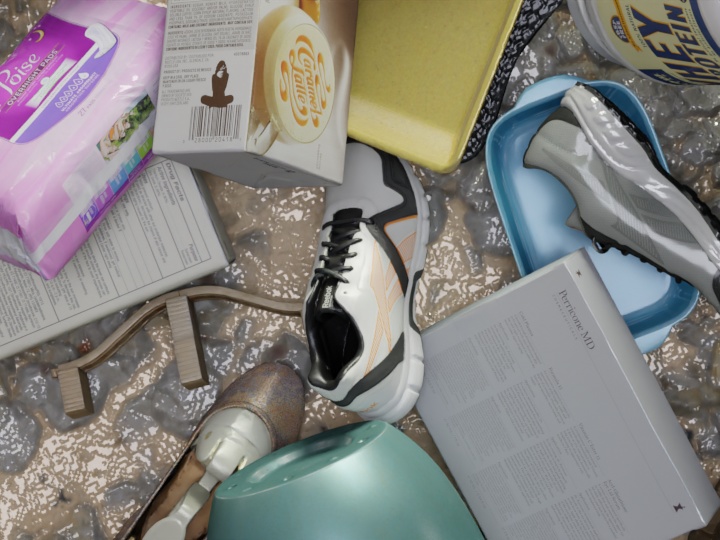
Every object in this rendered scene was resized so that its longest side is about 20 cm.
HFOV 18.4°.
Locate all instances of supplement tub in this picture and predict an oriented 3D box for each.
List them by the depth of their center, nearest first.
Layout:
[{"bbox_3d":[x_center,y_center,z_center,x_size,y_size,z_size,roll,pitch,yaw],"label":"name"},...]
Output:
[{"bbox_3d":[0.231,-0.192,1.419,0.144,0.200,0.146,-2,95,-23],"label":"supplement tub"}]

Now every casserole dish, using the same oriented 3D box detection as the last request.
[{"bbox_3d":[0.160,-0.037,1.538,0.120,0.039,0.201,-19,91,1],"label":"casserole dish"}]

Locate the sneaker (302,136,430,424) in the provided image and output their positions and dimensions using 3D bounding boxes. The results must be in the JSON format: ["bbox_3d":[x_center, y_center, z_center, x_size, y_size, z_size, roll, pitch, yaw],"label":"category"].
[{"bbox_3d":[0.000,0.000,1.497,0.073,0.080,0.202,-15,70,35],"label":"sneaker"}]

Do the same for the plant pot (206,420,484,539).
[{"bbox_3d":[-0.011,0.195,1.460,0.199,0.201,0.162,-22,96,1],"label":"plant pot"}]

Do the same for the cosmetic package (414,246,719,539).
[{"bbox_3d":[0.132,0.107,1.510,0.150,0.052,0.201,-27,92,29],"label":"cosmetic package"}]

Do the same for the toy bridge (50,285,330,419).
[{"bbox_3d":[-0.121,0.048,1.542,0.199,0.027,0.068,-14,76,6],"label":"toy bridge"}]

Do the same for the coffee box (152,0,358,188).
[{"bbox_3d":[-0.064,-0.163,1.453,0.079,0.114,0.202,0,80,32],"label":"coffee box"}]

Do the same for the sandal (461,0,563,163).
[{"bbox_3d":[0.090,-0.172,1.535,0.075,0.048,0.201,28,104,-2],"label":"sandal"}]

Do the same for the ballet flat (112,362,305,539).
[{"bbox_3d":[-0.106,0.151,1.532,0.068,0.067,0.201,35,92,1],"label":"ballet flat"}]

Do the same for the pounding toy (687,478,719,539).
[{"bbox_3d":[0.325,0.156,1.486,0.141,0.200,0.185,27,106,-1],"label":"pounding toy"}]

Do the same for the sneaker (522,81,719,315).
[{"bbox_3d":[0.191,-0.032,1.491,0.079,0.074,0.200,-43,86,10],"label":"sneaker"}]

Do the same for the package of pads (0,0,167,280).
[{"bbox_3d":[-0.199,-0.093,1.465,0.120,0.076,0.200,19,59,32],"label":"package of pads"}]

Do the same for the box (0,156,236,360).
[{"bbox_3d":[-0.193,-0.009,1.521,0.199,0.078,0.096,-21,91,1],"label":"box"}]

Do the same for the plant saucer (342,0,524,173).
[{"bbox_3d":[0.028,-0.184,1.497,0.199,0.048,0.201,24,94,30],"label":"plant saucer"}]
